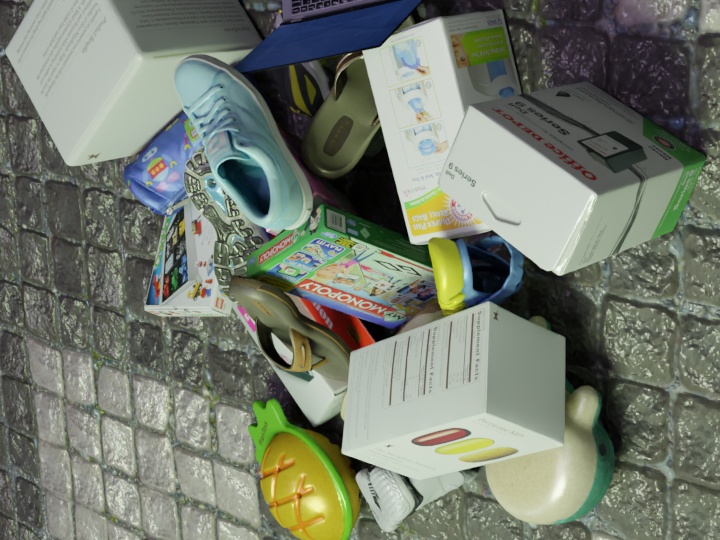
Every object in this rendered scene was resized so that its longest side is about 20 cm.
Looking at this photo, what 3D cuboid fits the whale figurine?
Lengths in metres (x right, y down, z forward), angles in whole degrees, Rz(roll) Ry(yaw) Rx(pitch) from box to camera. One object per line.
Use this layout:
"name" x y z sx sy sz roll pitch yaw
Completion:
"whale figurine" 0.188 0.151 1.252 0.159 0.103 0.202 -34 55 42

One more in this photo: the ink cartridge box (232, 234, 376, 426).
"ink cartridge box" -0.072 0.059 1.446 0.201 0.043 0.174 54 150 16

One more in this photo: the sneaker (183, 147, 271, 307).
"sneaker" -0.127 -0.053 1.399 0.077 0.090 0.202 -9 112 18

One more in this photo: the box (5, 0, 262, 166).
"box" -0.260 -0.256 1.447 0.199 0.199 0.173 -44 72 40

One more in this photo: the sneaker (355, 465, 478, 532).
"sneaker" 0.064 0.229 1.389 0.076 0.114 0.200 62 167 9

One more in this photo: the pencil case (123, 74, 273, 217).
"pencil case" -0.188 -0.143 1.454 0.199 0.078 0.087 -40 64 23

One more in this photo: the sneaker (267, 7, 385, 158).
"sneaker" -0.038 -0.193 1.362 0.201 0.074 0.085 60 139 23

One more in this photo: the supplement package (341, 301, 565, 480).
"supplement package" 0.089 0.121 1.210 0.199 0.113 0.111 -24 52 46

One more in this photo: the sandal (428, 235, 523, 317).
"sandal" 0.118 0.021 1.226 0.086 0.200 0.081 -13 71 3

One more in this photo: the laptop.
"laptop" -0.033 -0.296 1.242 0.185 0.115 0.203 -4 86 32

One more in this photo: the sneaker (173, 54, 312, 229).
"sneaker" -0.121 -0.126 1.195 0.074 0.082 0.201 -42 80 20

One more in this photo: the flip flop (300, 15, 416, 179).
"flip flop" 0.000 -0.187 1.268 0.080 0.058 0.202 28 78 4

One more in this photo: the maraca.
"maraca" -0.073 0.240 1.491 0.200 0.106 0.138 47 138 29

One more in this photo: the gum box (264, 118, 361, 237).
"gum box" -0.076 -0.091 1.328 0.066 0.200 0.114 -37 76 8

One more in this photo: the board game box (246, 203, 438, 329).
"board game box" 0.000 0.000 1.299 0.134 0.198 0.029 -32 50 42

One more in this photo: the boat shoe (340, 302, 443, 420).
"boat shoe" 0.046 0.118 1.369 0.063 0.073 0.201 53 130 20

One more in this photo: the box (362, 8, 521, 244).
"box" 0.093 -0.139 1.221 0.101 0.112 0.203 -10 97 41

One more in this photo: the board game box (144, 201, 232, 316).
"board game box" -0.187 -0.046 1.493 0.125 0.034 0.203 -2 72 43

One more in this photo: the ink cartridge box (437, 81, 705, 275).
"ink cartridge box" 0.186 -0.086 1.093 0.146 0.199 0.085 38 124 26

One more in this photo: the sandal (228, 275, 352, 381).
"sandal" -0.076 0.073 1.321 0.081 0.200 0.055 7 65 34
